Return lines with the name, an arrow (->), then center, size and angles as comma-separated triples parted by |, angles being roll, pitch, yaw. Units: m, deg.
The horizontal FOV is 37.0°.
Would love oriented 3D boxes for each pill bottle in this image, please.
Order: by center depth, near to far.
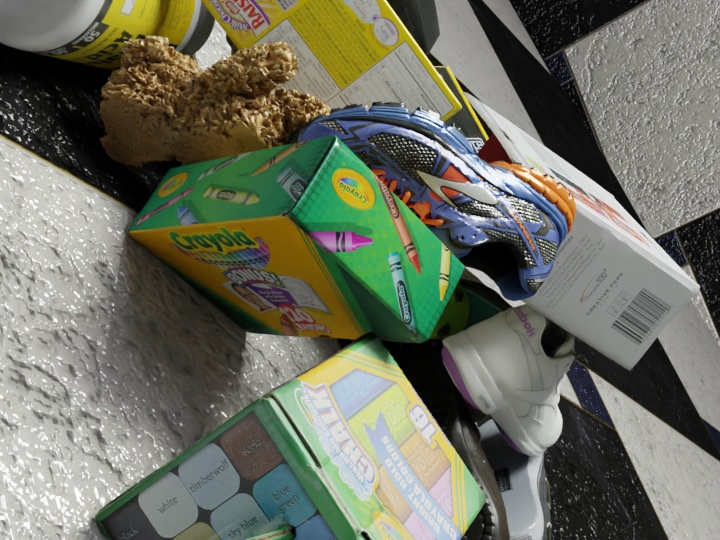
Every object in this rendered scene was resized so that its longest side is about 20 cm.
pill bottle -> -0.180, -0.200, 0.760 | 0.112, 0.111, 0.200 | 57, 17, 6

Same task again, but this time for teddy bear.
teddy bear -> -0.076, -0.094, 0.739 | 0.067, 0.199, 0.146 | -67, 156, -44

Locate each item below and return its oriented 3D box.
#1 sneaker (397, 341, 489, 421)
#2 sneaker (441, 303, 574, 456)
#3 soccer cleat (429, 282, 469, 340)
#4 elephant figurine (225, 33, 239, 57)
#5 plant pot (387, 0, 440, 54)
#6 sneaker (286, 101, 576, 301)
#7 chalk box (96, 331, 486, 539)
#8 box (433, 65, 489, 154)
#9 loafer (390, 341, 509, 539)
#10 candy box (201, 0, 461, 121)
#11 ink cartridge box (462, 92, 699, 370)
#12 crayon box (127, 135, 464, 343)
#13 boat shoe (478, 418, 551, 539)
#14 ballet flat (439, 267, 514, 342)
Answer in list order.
sneaker -> 0.062, 0.044, 0.979 | 0.075, 0.070, 0.201 | 9, 47, -55
sneaker -> 0.140, 0.088, 0.860 | 0.075, 0.099, 0.200 | 61, 10, 33
soccer cleat -> 0.000, 0.000, 0.855 | 0.199, 0.068, 0.081 | 24, 0, -27
elephant figurine -> -0.046, -0.144, 0.821 | 0.155, 0.141, 0.201 | 20, 74, -58
plant pot -> -0.014, -0.299, 1.193 | 0.178, 0.199, 0.200 | 61, 18, -14
sneaker -> 0.046, -0.041, 0.662 | 0.199, 0.075, 0.079 | 20, 67, -18
chalk box -> -0.036, 0.131, 0.554 | 0.124, 0.124, 0.200 | 56, 22, 4
box -> 0.031, -0.109, 0.966 | 0.199, 0.049, 0.160 | -8, 65, -39
loafer -> 0.062, 0.146, 0.835 | 0.071, 0.073, 0.201 | 50, 18, -49
candy box -> -0.027, -0.162, 0.742 | 0.200, 0.102, 0.026 | 52, 12, -16
ink cartridge box -> 0.142, -0.039, 0.844 | 0.175, 0.084, 0.200 | 32, 16, -18
crayon box -> -0.046, -0.014, 0.669 | 0.119, 0.200, 0.058 | 43, 65, -28
boat shoe -> 0.133, 0.193, 0.916 | 0.200, 0.070, 0.067 | -84, 158, -69
ballet flat -> 0.064, 0.019, 0.927 | 0.199, 0.068, 0.069 | 23, 34, -7
